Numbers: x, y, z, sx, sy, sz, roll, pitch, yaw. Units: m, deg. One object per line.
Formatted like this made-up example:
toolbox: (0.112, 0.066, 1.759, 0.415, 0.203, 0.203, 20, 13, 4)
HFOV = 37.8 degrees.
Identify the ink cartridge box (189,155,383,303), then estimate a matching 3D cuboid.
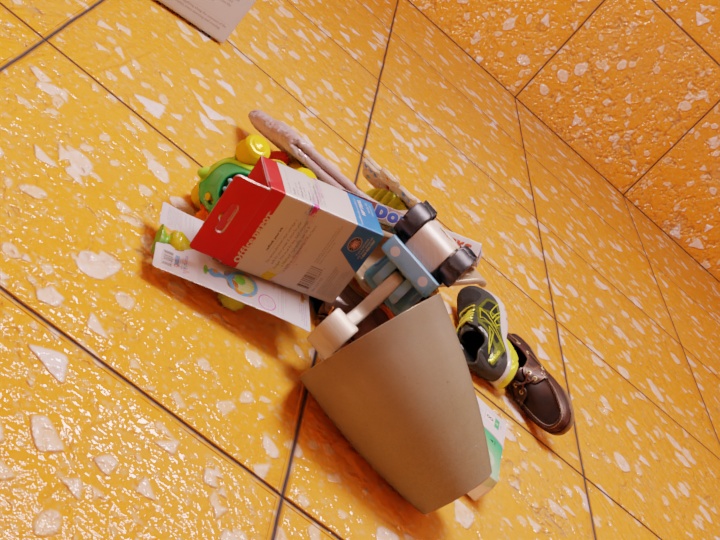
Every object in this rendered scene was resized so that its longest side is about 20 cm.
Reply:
ink cartridge box: (-0.088, -0.051, 1.205, 0.198, 0.117, 0.068, 22, 31, -31)

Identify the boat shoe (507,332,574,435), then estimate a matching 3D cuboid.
boat shoe: (0.254, 0.169, 1.611, 0.070, 0.070, 0.201, 34, 15, -39)

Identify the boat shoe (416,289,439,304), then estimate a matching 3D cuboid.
boat shoe: (0.079, 0.053, 1.407, 0.072, 0.063, 0.202, 24, 44, -19)

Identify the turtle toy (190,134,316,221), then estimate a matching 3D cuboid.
turtle toy: (-0.122, -0.065, 1.307, 0.199, 0.145, 0.102, 33, 46, -23)

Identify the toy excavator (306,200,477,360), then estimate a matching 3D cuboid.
toy excavator: (0.035, 0.022, 1.264, 0.100, 0.200, 0.194, 46, 10, 4)

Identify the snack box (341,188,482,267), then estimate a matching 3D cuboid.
snack box: (0.066, -0.055, 1.389, 0.198, 0.025, 0.072, 22, -5, 10)

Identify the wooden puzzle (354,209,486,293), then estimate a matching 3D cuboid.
wooden puzzle: (0.048, -0.024, 1.424, 0.198, 0.038, 0.185, 0, 34, -29)

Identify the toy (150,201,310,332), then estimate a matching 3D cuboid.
toy: (-0.153, 0.007, 1.221, 0.198, 0.047, 0.116, 28, 33, -24)

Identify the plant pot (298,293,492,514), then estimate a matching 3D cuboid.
plant pot: (0.059, 0.160, 1.180, 0.202, 0.186, 0.187, 60, 24, 5)

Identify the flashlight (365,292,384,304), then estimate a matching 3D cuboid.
flashlight: (0.000, 0.000, 1.479, 0.201, 0.067, 0.068, 56, -13, 17)

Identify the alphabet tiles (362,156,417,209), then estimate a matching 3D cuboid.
alphabet tiles: (0.076, -0.104, 1.726, 0.200, 0.015, 0.196, 46, -7, 8)

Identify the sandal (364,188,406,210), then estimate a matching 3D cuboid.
sandal: (0.069, -0.049, 1.687, 0.200, 0.079, 0.087, 46, -9, 17)

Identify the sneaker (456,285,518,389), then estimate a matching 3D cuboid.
sneaker: (0.182, 0.087, 1.620, 0.084, 0.075, 0.201, 28, 28, -33)

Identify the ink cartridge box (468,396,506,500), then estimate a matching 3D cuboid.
ink cartridge box: (0.100, 0.180, 1.354, 0.200, 0.050, 0.161, 45, 22, -5)

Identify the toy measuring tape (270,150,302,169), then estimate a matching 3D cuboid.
toy measuring tape: (-0.106, -0.117, 1.458, 0.073, 0.074, 0.200, 30, 10, -30)

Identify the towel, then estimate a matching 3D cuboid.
towel: (-0.069, -0.159, 1.563, 0.191, 0.032, 0.200, 39, 0, -30)

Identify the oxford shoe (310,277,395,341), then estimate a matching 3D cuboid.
oxford shoe: (-0.017, 0.061, 1.355, 0.072, 0.072, 0.200, -18, 56, -46)

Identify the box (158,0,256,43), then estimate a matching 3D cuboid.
box: (-0.275, -0.546, 1.811, 0.198, 0.171, 0.201, 29, 27, -33)
